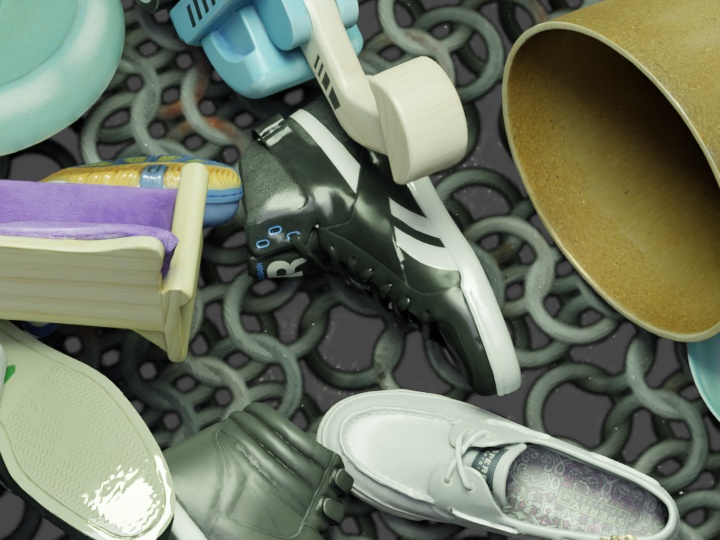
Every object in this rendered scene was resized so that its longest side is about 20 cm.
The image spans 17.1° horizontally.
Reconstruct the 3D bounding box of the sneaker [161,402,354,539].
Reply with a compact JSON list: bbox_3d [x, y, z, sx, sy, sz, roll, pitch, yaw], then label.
[{"bbox_3d":[-0.025,0.154,1.242,0.099,0.071,0.200,-40,93,-17],"label":"sneaker"}]

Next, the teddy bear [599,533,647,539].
[{"bbox_3d":[0.097,0.224,1.228,0.145,0.067,0.200,33,91,-18],"label":"teddy bear"}]

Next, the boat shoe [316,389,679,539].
[{"bbox_3d":[0.073,0.110,1.267,0.200,0.069,0.072,23,76,6],"label":"boat shoe"}]

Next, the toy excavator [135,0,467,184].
[{"bbox_3d":[-0.026,-0.128,1.278,0.100,0.194,0.200,-25,88,-24],"label":"toy excavator"}]

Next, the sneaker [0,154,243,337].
[{"bbox_3d":[-0.158,-0.011,1.300,0.200,0.075,0.088,-8,97,8],"label":"sneaker"}]

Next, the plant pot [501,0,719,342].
[{"bbox_3d":[0.210,-0.092,1.285,0.200,0.186,0.186,-32,77,-24],"label":"plant pot"}]

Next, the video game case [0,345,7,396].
[{"bbox_3d":[-0.278,0.122,1.166,0.182,0.022,0.200,3,62,8],"label":"video game case"}]

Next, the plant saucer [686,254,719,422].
[{"bbox_3d":[0.276,0.038,1.277,0.200,0.027,0.200,-8,49,9],"label":"plant saucer"}]

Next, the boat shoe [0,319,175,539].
[{"bbox_3d":[-0.164,0.082,1.225,0.200,0.068,0.072,36,66,28],"label":"boat shoe"}]

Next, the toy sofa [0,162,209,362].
[{"bbox_3d":[-0.178,-0.020,1.200,0.200,0.098,0.083,4,52,3],"label":"toy sofa"}]

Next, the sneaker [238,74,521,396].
[{"bbox_3d":[0.000,0.000,1.301,0.112,0.073,0.200,-26,68,-5],"label":"sneaker"}]

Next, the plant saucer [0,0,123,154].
[{"bbox_3d":[-0.230,-0.144,1.316,0.200,0.027,0.200,3,53,-4],"label":"plant saucer"}]
